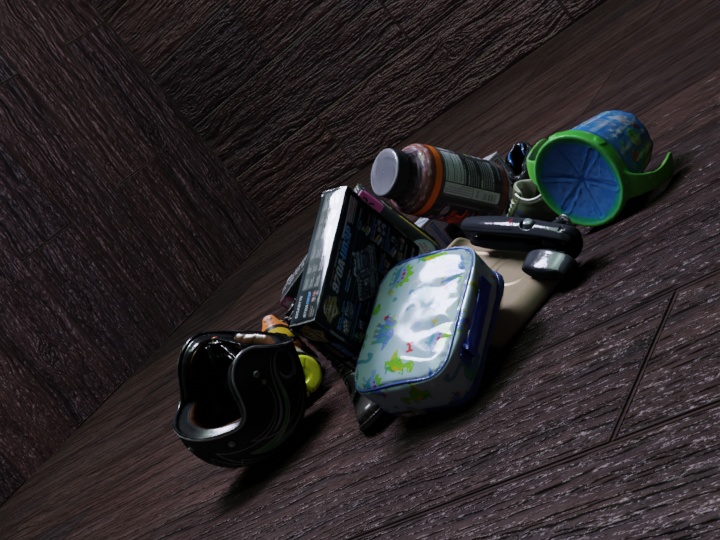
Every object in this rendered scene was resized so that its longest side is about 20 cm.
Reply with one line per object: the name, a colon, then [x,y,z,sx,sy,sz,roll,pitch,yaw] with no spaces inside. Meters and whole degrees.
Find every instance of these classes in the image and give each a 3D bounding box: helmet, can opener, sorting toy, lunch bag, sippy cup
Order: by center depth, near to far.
lunch bag: [0.085,0.074,1.389,0.161,0.082,0.200,-17,44,41]
can opener: [0.203,-0.044,1.480,0.079,0.063,0.200,-41,35,-24]
sorting toy: [0.155,0.030,1.507,0.200,0.037,0.185,10,46,47]
sippy cup: [0.323,-0.147,1.554,0.130,0.178,0.140,-40,-17,-38]
helmet: [-0.175,0.192,1.701,0.199,0.191,0.200,2,6,0]

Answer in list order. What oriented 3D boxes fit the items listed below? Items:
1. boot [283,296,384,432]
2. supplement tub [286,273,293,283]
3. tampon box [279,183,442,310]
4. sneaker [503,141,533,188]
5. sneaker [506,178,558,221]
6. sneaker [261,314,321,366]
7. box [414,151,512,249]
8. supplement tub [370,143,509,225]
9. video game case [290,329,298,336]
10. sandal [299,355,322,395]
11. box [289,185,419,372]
boot: [-0.035,0.112,1.533,0.069,0.174,0.200,-43,16,15]
supplement tub: [-0.017,0.009,2.074,0.200,0.145,0.145,-43,10,-20]
tampon box: [0.000,0.000,1.672,0.200,0.150,0.126,-54,7,6]
sneaker: [0.284,-0.166,1.836,0.073,0.112,0.200,-34,11,26]
sneaker: [0.251,-0.094,1.697,0.067,0.090,0.200,-47,12,-36]
sneaker: [-0.119,0.124,1.924,0.070,0.090,0.200,-23,-16,2]
box: [0.178,-0.082,1.839,0.200,0.117,0.060,-43,7,-25]
supplement tub: [0.115,-0.127,1.713,0.107,0.200,0.107,-21,64,54]
video game case: [-0.047,0.002,1.881,0.143,0.019,0.200,-50,10,36]
sandal: [-0.144,0.218,1.838,0.200,0.080,0.087,-37,-4,-11]
box: [-0.002,0.018,1.466,0.046,0.159,0.200,-14,52,39]
